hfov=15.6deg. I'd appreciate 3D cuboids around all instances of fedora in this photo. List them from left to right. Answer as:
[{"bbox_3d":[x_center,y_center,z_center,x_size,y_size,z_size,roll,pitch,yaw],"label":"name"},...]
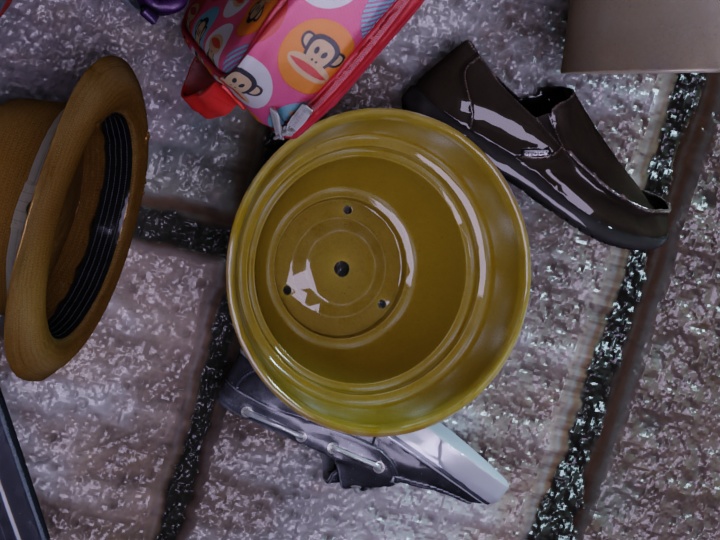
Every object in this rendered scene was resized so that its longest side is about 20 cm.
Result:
[{"bbox_3d":[-0.194,-0.037,1.568,0.082,0.201,0.201,15,104,14],"label":"fedora"}]

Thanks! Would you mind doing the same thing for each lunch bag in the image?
[{"bbox_3d":[-0.039,-0.158,1.535,0.082,0.200,0.176,38,98,-20],"label":"lunch bag"}]

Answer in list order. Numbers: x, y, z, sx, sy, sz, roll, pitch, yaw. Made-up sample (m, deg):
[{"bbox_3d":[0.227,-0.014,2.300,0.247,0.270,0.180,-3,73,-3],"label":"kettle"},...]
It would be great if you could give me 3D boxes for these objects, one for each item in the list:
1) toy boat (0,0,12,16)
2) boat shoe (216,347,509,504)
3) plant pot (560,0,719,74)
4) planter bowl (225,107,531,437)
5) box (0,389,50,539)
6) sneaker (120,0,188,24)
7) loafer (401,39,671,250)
[{"bbox_3d":[-0.286,-0.183,1.450,0.199,0.131,0.131,24,134,-11],"label":"toy boat"},{"bbox_3d":[0.001,0.111,1.695,0.200,0.072,0.068,30,96,-18],"label":"boat shoe"},{"bbox_3d":[0.215,-0.221,1.606,0.187,0.187,0.201,-1,93,-14],"label":"plant pot"},{"bbox_3d":[0.000,0.000,1.639,0.200,0.083,0.201,-1,92,-19],"label":"planter bowl"},{"bbox_3d":[-0.302,0.137,1.599,0.198,0.123,0.201,-18,112,-7],"label":"box"},{"bbox_3d":[-0.082,-0.237,1.559,0.074,0.088,0.201,22,100,-19],"label":"sneaker"},{"bbox_3d":[0.124,-0.079,1.665,0.200,0.073,0.071,29,100,-20],"label":"loafer"}]
